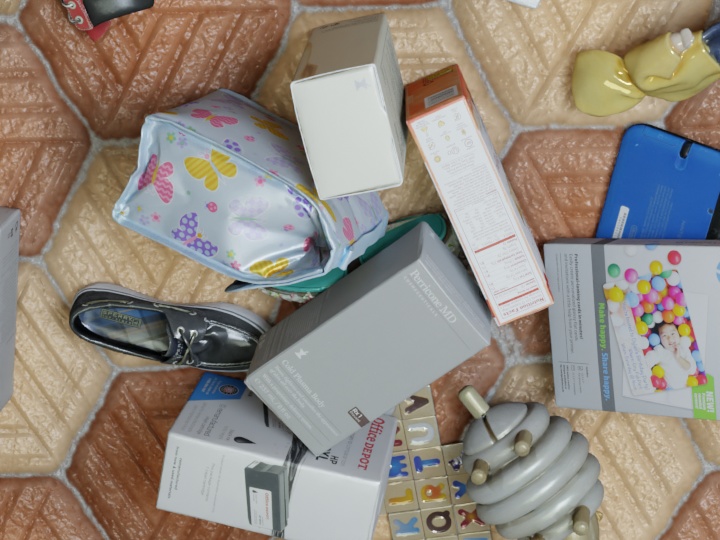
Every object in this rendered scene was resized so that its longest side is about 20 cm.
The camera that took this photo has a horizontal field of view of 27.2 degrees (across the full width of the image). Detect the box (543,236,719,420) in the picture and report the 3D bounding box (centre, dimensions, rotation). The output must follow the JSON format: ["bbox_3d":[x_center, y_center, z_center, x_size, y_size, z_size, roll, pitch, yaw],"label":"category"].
[{"bbox_3d":[0.263,0.050,1.316,0.199,0.041,0.157,2,103,34],"label":"box"}]

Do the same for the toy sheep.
[{"bbox_3d":[0.157,0.190,1.391,0.138,0.138,0.200,-31,96,15],"label":"toy sheep"}]

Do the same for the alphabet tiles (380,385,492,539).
[{"bbox_3d":[0.037,0.209,1.473,0.166,0.008,0.201,-8,110,8],"label":"alphabet tiles"}]

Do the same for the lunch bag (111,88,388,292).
[{"bbox_3d":[-0.085,-0.058,1.278,0.199,0.170,0.128,25,111,8],"label":"lunch bag"}]

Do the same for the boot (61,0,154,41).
[{"bbox_3d":[-0.283,-0.267,1.290,0.199,0.072,0.145,-3,112,2],"label":"boot"}]

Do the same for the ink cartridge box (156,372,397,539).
[{"bbox_3d":[-0.073,0.179,1.391,0.199,0.145,0.085,13,110,3],"label":"ink cartridge box"}]

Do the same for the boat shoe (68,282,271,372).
[{"bbox_3d":[-0.179,0.060,1.403,0.199,0.066,0.070,17,111,-2],"label":"boat shoe"}]

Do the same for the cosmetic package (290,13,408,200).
[{"bbox_3d":[-0.005,-0.141,1.243,0.071,0.200,0.106,-11,108,8],"label":"cosmetic package"}]

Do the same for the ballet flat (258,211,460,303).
[{"bbox_3d":[0.000,0.000,1.370,0.199,0.076,0.064,-11,143,14],"label":"ballet flat"}]

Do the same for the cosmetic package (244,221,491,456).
[{"bbox_3d":[0.009,0.061,1.307,0.200,0.090,0.107,-36,107,23],"label":"cosmetic package"}]

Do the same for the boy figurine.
[{"bbox_3d":[0.275,-0.182,1.261,0.199,0.124,0.065,-16,81,32],"label":"boy figurine"}]

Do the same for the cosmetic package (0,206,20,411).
[{"bbox_3d":[-0.382,0.038,1.408,0.101,0.074,0.201,7,110,2],"label":"cosmetic package"}]

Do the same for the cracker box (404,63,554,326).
[{"bbox_3d":[0.103,-0.068,1.296,0.057,0.134,0.201,-22,108,8],"label":"cracker box"}]

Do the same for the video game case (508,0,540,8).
[{"bbox_3d":[0.080,-0.322,1.267,0.199,0.018,0.144,17,111,-2],"label":"video game case"}]

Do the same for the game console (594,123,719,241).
[{"bbox_3d":[0.315,-0.023,1.359,0.170,0.118,0.201,24,114,29],"label":"game console"}]
